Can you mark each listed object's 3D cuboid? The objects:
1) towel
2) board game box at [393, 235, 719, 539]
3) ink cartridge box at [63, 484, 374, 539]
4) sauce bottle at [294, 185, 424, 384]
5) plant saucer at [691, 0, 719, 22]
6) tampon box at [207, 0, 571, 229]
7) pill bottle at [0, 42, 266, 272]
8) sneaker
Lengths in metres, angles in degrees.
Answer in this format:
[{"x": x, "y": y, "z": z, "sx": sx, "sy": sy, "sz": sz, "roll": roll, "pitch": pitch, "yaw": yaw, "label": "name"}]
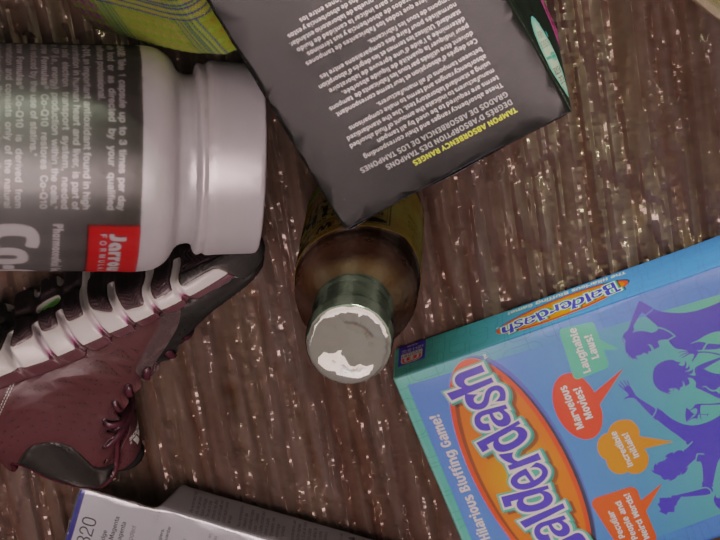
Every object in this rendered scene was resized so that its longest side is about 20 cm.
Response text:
[{"x": -0.142, "y": -0.186, "z": 1.171, "sx": 0.023, "sy": 0.144, "sz": 0.200, "roll": -47, "pitch": 124, "yaw": -18, "label": "towel"}, {"x": 0.137, "y": 0.082, "z": 1.328, "sx": 0.200, "sy": 0.045, "sz": 0.152, "roll": -20, "pitch": 109, "yaw": 10, "label": "board game box"}, {"x": -0.084, "y": 0.223, "z": 1.392, "sx": 0.200, "sy": 0.043, "sz": 0.197, "roll": 18, "pitch": 112, "yaw": -3, "label": "ink cartridge box"}, {"x": 0.000, "y": 0.000, "z": 1.219, "sx": 0.065, "sy": 0.200, "sz": 0.065, "roll": 0, "pitch": 109, "yaw": 1, "label": "sauce bottle"}, {"x": 0.233, "y": -0.209, "z": 1.221, "sx": 0.200, "sy": 0.029, "sz": 0.200, "roll": 1, "pitch": 112, "yaw": 1, "label": "plant saucer"}, {"x": 0.001, "y": -0.151, "z": 1.186, "sx": 0.126, "sy": 0.150, "sz": 0.200, "roll": -27, "pitch": 108, "yaw": 12, "label": "tampon box"}, {"x": -0.150, "y": -0.056, "z": 1.223, "sx": 0.200, "sy": 0.114, "sz": 0.114, "roll": 1, "pitch": 111, "yaw": -8, "label": "pill bottle"}, {"x": -0.123, "y": 0.049, "z": 1.321, "sx": 0.200, "sy": 0.076, "sz": 0.116, "roll": -23, "pitch": 121, "yaw": 13, "label": "sneaker"}]
